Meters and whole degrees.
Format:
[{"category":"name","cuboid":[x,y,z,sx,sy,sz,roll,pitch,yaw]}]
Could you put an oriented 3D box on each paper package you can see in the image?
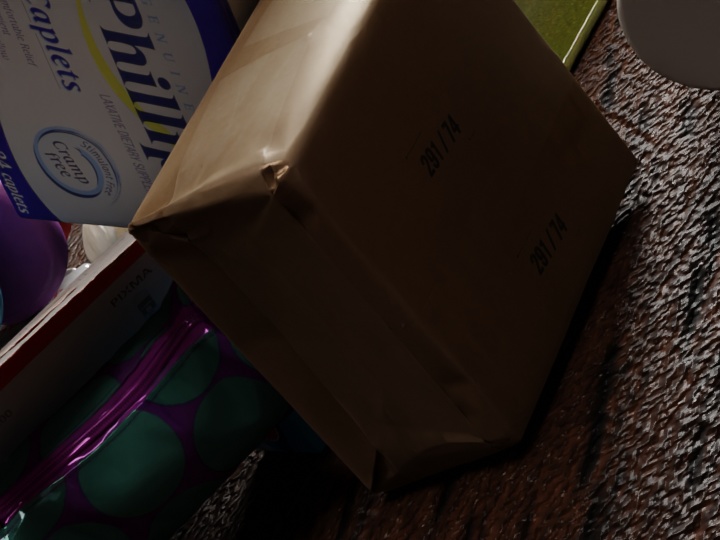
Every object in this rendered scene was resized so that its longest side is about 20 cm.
[{"category":"paper package","cuboid":[0.017,-0.034,1.137,0.103,0.191,0.200,-18,34,39]}]

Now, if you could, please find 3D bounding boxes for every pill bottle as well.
[{"category":"pill bottle","cuboid":[0.181,-0.180,1.235,0.113,0.113,0.200,-31,25,27]}]

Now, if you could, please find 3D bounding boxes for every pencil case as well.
[{"category":"pencil case","cuboid":[-0.121,0.094,1.158,0.200,0.092,0.085,-45,58,0]}]

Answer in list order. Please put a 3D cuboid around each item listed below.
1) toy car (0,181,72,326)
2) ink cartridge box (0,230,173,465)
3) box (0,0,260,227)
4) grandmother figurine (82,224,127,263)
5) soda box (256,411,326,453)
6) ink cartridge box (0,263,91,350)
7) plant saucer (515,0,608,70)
[{"category":"toy car","cuboid":[-0.239,-0.016,1.405,0.150,0.175,0.200,-1,28,2]},{"category":"ink cartridge box","cuboid":[-0.147,0.045,1.179,0.160,0.047,0.200,-44,6,-7]},{"category":"box","cuboid":[-0.110,-0.120,1.273,0.200,0.184,0.105,4,45,30]},{"category":"grandmother figurine","cuboid":[-0.108,-0.064,1.574,0.200,0.121,0.061,-40,64,27]},{"category":"soda box","cuboid":[0.000,0.000,1.276,0.200,0.064,0.068,-52,24,-23]},{"category":"ink cartridge box","cuboid":[-0.191,0.105,1.381,0.144,0.085,0.200,-34,24,18]},{"category":"plant saucer","cuboid":[0.045,-0.190,1.381,0.048,0.200,0.200,-32,21,49]}]
